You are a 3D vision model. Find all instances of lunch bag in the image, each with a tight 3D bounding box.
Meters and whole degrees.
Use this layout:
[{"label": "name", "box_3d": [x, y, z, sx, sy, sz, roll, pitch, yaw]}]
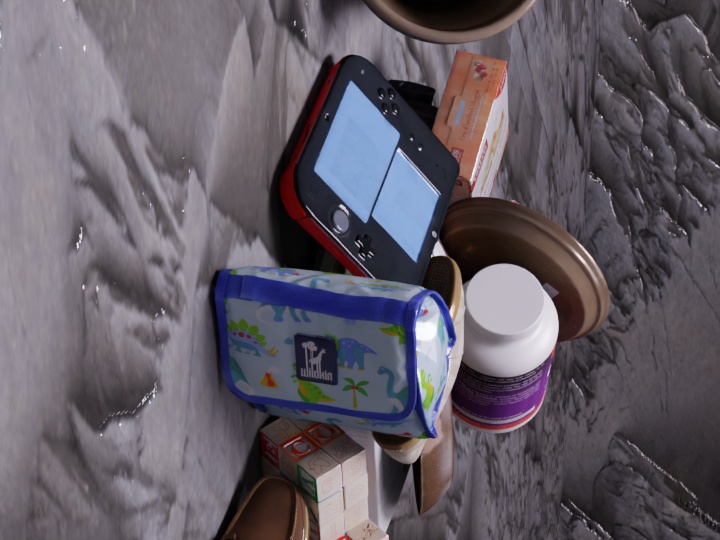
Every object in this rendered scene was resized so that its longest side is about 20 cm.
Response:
[{"label": "lunch bag", "box_3d": [-0.019, 0.059, 1.279, 0.200, 0.169, 0.128, 69, 31, -64]}]

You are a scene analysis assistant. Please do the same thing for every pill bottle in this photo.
[{"label": "pill bottle", "box_3d": [0.138, 0.076, 1.549, 0.200, 0.112, 0.113, 90, 15, -60]}]

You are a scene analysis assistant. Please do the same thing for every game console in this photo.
[{"label": "game console", "box_3d": [0.014, -0.082, 1.409, 0.177, 0.031, 0.201, 42, 47, -24]}]

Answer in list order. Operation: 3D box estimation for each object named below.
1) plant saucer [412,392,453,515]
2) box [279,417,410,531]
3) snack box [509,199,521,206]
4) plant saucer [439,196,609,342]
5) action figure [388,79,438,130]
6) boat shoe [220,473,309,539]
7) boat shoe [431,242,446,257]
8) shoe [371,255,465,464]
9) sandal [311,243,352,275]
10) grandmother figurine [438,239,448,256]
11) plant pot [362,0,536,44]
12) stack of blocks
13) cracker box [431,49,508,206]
[{"label": "plant saucer", "box_3d": [0.068, 0.139, 1.525, 0.200, 0.036, 0.202, 176, -90, -89]}, {"label": "box", "box_3d": [-0.012, 0.148, 1.503, 0.125, 0.097, 0.201, -64, 157, -50]}, {"label": "snack box", "box_3d": [0.127, -0.013, 1.645, 0.200, 0.072, 0.024, -30, -158, 55]}, {"label": "plant saucer", "box_3d": [0.160, 0.006, 1.584, 0.030, 0.199, 0.201, -54, 153, -31]}, {"label": "action figure", "box_3d": [0.050, -0.098, 1.671, 0.130, 0.069, 0.201, -71, 167, -59]}, {"label": "boat shoe", "box_3d": [-0.094, 0.256, 1.299, 0.068, 0.072, 0.201, 82, 24, -54]}, {"label": "boat shoe", "box_3d": [0.018, -0.032, 1.467, 0.201, 0.072, 0.071, 59, 35, -2]}, {"label": "shoe", "box_3d": [0.054, 0.081, 1.407, 0.053, 0.069, 0.201, 51, 48, -50]}, {"label": "sandal", "box_3d": [0.000, 0.001, 1.538, 0.201, 0.057, 0.080, -7, 105, -76]}, {"label": "grandmother figurine", "box_3d": [0.043, -0.062, 1.547, 0.060, 0.121, 0.201, -34, 119, -25]}, {"label": "plant pot", "box_3d": [0.077, -0.307, 1.445, 0.175, 0.199, 0.202, -120, -142, -86]}, {"label": "stack of blocks", "box_3d": [-0.031, 0.237, 1.422, 0.058, 0.115, 0.201, -27, 132, -31]}, {"label": "cracker box", "box_3d": [0.112, -0.127, 1.620, 0.200, 0.057, 0.135, 67, 39, -73]}]
